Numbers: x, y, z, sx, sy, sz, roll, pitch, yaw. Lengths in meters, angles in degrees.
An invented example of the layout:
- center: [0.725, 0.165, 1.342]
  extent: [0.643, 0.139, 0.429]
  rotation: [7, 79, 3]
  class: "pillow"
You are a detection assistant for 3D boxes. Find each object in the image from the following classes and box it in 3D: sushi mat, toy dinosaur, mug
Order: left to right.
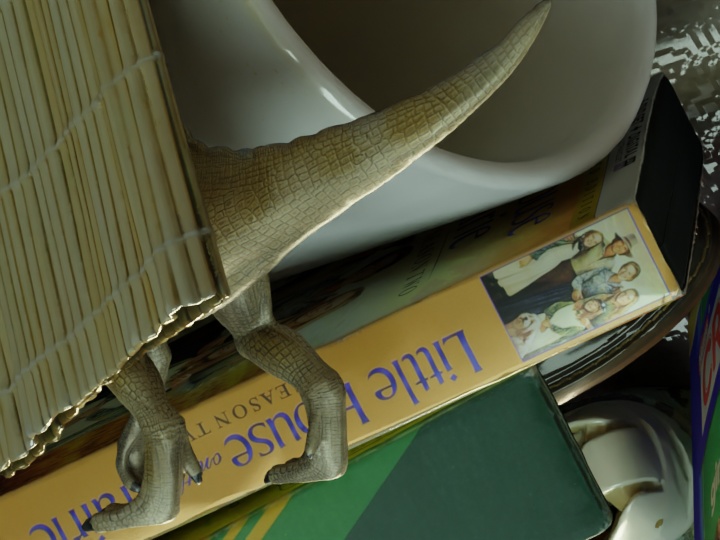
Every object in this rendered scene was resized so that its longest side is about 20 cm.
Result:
- center: [-0.080, -0.060, 0.605]
  extent: [0.012, 0.200, 0.096]
  rotation: [2, 150, -37]
  class: "sushi mat"
- center: [-0.040, 0.001, 0.588]
  extent: [0.058, 0.101, 0.200]
  rotation: [-16, -174, -42]
  class: "toy dinosaur"
- center: [-0.035, -0.079, 0.693]
  extent: [0.149, 0.187, 0.153]
  rotation: [-4, 161, -43]
  class: "mug"

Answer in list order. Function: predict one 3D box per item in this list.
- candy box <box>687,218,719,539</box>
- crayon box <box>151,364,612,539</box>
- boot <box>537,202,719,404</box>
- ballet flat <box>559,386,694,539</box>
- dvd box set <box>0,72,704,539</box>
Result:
- center: [0.139, 0.039, 0.736]
  extent: [0.077, 0.200, 0.169]
  rotation: [7, 138, 0]
  class: "candy box"
- center: [-0.042, 0.079, 0.715]
  extent: [0.200, 0.127, 0.051]
  rotation: [-28, 101, -2]
  class: "crayon box"
- center: [0.000, 0.000, 0.799]
  extent: [0.200, 0.075, 0.097]
  rotation: [-18, 137, 26]
  class: "boot"
- center: [0.045, 0.073, 0.833]
  extent: [0.200, 0.069, 0.071]
  rotation: [-13, 157, -20]
  class: "ballet flat"
- center: [-0.007, 0.016, 0.705]
  extent: [0.200, 0.146, 0.029]
  rotation: [-25, 101, 16]
  class: "dvd box set"
